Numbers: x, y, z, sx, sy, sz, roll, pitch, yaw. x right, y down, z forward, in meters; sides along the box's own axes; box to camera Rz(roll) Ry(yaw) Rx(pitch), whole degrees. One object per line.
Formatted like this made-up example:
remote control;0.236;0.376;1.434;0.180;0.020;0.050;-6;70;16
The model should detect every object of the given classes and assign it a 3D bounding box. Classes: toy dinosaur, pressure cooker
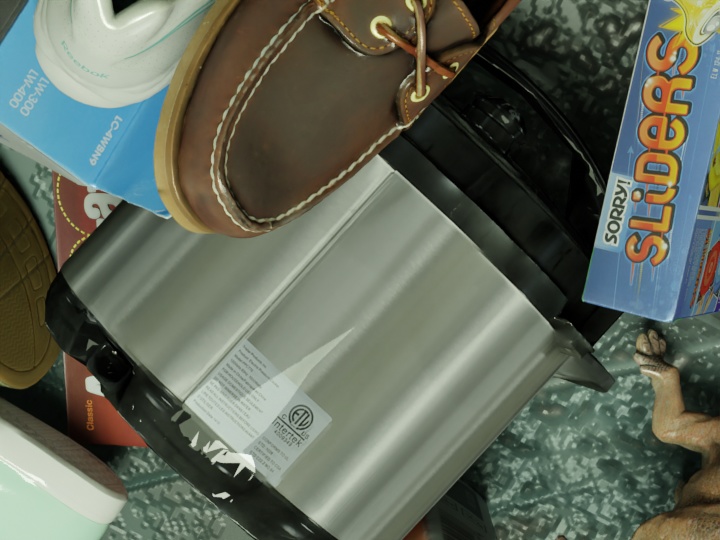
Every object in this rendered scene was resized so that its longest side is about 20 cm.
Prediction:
toy dinosaur;0.164;0.101;0.747;0.135;0.200;0.086;3;145;47
pressure cooker;0.001;0.001;0.718;0.200;0.179;0.176;-48;136;0

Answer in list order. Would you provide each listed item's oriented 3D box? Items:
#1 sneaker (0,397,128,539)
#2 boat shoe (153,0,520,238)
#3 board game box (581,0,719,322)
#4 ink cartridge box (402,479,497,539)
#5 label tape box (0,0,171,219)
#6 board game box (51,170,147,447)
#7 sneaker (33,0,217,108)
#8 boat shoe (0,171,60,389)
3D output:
sneaker;-0.217;0.091;0.812;0.200;0.074;0.118;36;93;-10
boat shoe;0.010;-0.090;0.611;0.070;0.200;0.070;12;148;41
board game box;0.134;-0.083;0.670;0.034;0.135;0.200;14;95;20
ink cartridge box;-0.013;0.185;0.783;0.050;0.162;0.200;37;95;-5
label tape box;-0.121;-0.124;0.690;0.200;0.066;0.143;25;79;29
board game box;-0.086;-0.014;0.822;0.103;0.019;0.200;3;110;9
sneaker;-0.036;-0.143;0.628;0.070;0.080;0.200;34;77;-9
boat shoe;-0.206;-0.029;0.812;0.066;0.074;0.200;-8;123;41
